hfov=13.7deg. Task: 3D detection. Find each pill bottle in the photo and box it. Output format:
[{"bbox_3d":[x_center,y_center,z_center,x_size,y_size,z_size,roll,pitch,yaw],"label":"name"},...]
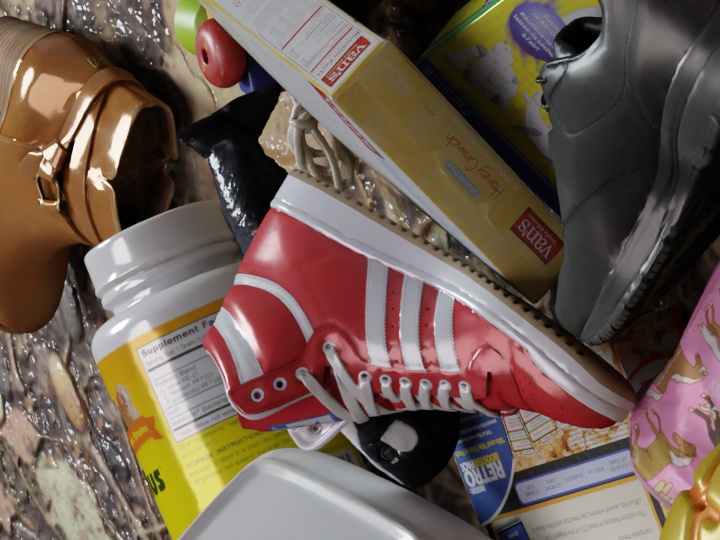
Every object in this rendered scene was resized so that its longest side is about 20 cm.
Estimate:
[{"bbox_3d":[-0.070,0.069,1.561,0.109,0.109,0.201,-33,79,55],"label":"pill bottle"}]

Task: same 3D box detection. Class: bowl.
[{"bbox_3d":[-0.033,0.173,1.391,0.200,0.200,0.075,25,157,45],"label":"bowl"}]

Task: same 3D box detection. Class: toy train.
[{"bbox_3d":[-0.056,-0.115,1.481,0.116,0.084,0.201,15,119,62],"label":"toy train"}]

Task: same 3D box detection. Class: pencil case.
[{"bbox_3d":[0.175,0.025,1.221,0.087,0.082,0.200,57,145,30],"label":"pencil case"}]

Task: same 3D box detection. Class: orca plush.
[{"bbox_3d":[0.000,0.000,1.394,0.071,0.105,0.201,-31,75,34],"label":"orca plush"}]

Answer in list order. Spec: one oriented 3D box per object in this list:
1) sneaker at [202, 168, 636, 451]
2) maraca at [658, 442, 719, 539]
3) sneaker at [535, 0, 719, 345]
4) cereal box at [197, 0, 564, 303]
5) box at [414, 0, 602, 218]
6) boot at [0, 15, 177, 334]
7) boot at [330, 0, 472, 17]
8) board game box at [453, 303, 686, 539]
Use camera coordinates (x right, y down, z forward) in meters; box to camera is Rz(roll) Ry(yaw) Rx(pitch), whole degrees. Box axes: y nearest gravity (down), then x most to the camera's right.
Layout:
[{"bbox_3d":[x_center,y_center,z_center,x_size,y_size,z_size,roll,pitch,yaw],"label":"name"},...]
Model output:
[{"bbox_3d":[0.019,0.047,1.301,0.200,0.071,0.113,31,87,31],"label":"sneaker"},{"bbox_3d":[0.176,0.096,1.133,0.107,0.137,0.200,34,127,13],"label":"maraca"},{"bbox_3d":[0.109,-0.053,1.193,0.091,0.076,0.200,36,137,16],"label":"sneaker"},{"bbox_3d":[0.007,-0.072,1.331,0.144,0.040,0.200,44,179,-30],"label":"cereal box"},{"bbox_3d":[0.123,-0.095,1.221,0.117,0.048,0.200,44,140,-9],"label":"box"},{"bbox_3d":[-0.162,-0.032,1.670,0.154,0.073,0.201,29,129,44],"label":"boot"},{"bbox_3d":[0.049,-0.128,1.340,0.132,0.070,0.200,55,151,7],"label":"boot"},{"bbox_3d":[0.122,0.130,1.378,0.151,0.046,0.201,-23,87,57],"label":"board game box"}]
